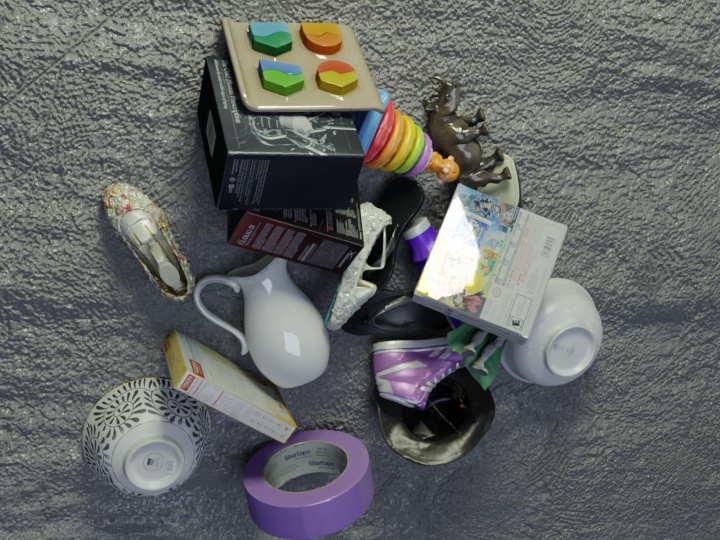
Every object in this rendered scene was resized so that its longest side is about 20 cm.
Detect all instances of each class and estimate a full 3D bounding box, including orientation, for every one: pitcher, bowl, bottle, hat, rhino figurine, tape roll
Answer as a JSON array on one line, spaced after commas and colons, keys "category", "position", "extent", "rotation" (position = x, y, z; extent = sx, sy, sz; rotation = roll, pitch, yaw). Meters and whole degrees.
[{"category": "pitcher", "position": [-0.146, 0.079, 1.422], "extent": [0.171, 0.121, 0.200], "rotation": [-19, 105, 8]}, {"category": "bowl", "position": [0.340, 0.121, 1.617], "extent": [0.201, 0.090, 0.201], "rotation": [-7, 112, -18]}, {"category": "bottle", "position": [0.135, 0.010, 1.497], "extent": [0.065, 0.084, 0.200], "rotation": [-29, 102, 15]}, {"category": "hat", "position": [0.121, 0.238, 1.576], "extent": [0.200, 0.201, 0.081], "rotation": [-19, 158, -12]}, {"category": "rhino figurine", "position": [0.152, -0.209, 1.436], "extent": [0.087, 0.060, 0.200], "rotation": [-23, 117, 15]}, {"category": "bowl", "position": [-0.320, 0.275, 1.438], "extent": [0.201, 0.094, 0.201], "rotation": [-7, 113, -16]}, {"category": "tape roll", "position": [-0.081, 0.333, 1.485], "extent": [0.200, 0.200, 0.066], "rotation": [-15, 114, -14]}]

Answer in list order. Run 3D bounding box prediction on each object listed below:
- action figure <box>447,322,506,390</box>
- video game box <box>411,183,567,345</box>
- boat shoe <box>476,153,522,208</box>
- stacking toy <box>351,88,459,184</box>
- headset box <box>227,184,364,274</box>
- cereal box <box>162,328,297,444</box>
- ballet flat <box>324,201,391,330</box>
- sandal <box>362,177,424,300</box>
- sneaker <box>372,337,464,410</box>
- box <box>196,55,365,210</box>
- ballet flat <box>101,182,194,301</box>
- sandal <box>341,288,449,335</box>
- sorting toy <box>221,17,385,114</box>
[{"category": "action figure", "position": [0.224, 0.075, 1.470], "extent": [0.200, 0.055, 0.118], "rotation": [-50, 121, -30]}, {"category": "video game box", "position": [0.196, -0.011, 1.428], "extent": [0.182, 0.047, 0.200], "rotation": [23, 69, 2]}, {"category": "boat shoe", "position": [0.228, -0.089, 1.518], "extent": [0.072, 0.068, 0.200], "rotation": [1, 103, 23]}, {"category": "stacking toy", "position": [0.066, -0.181, 1.393], "extent": [0.200, 0.110, 0.116], "rotation": [22, 93, -27]}, {"category": "headset box", "position": [-0.102, -0.093, 1.335], "extent": [0.200, 0.149, 0.077], "rotation": [14, 137, -24]}, {"category": "cereal box", "position": [-0.199, 0.174, 1.414], "extent": [0.200, 0.144, 0.040], "rotation": [33, 98, -26]}, {"category": "ballet flat", "position": [0.000, 0.000, 1.390], "extent": [0.072, 0.072, 0.200], "rotation": [13, 97, -23]}, {"category": "sandal", "position": [0.029, -0.051, 1.439], "extent": [0.076, 0.043, 0.200], "rotation": [25, 98, 14]}, {"category": "sneaker", "position": [0.122, 0.170, 1.534], "extent": [0.200, 0.073, 0.114], "rotation": [-5, 71, -2]}, {"category": "box", "position": [-0.112, -0.185, 1.264], "extent": [0.182, 0.200, 0.104], "rotation": [-1, 139, -21]}, {"category": "ballet flat", "position": [-0.295, -0.037, 1.343], "extent": [0.076, 0.064, 0.200], "rotation": [-34, 117, -4]}, {"category": "sandal", "position": [0.064, 0.068, 1.523], "extent": [0.200, 0.043, 0.076], "rotation": [-4, 111, -18]}, {"category": "sorting toy", "position": [-0.077, -0.281, 1.266], "extent": [0.200, 0.185, 0.036], "rotation": [-1, 139, -21]}]
